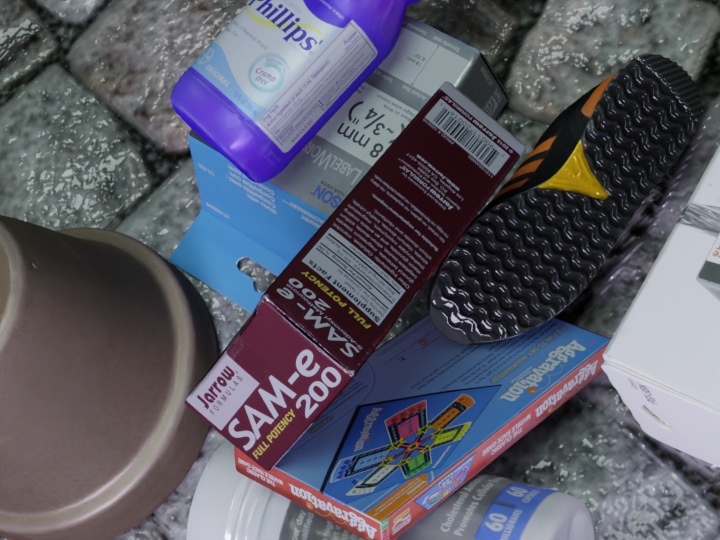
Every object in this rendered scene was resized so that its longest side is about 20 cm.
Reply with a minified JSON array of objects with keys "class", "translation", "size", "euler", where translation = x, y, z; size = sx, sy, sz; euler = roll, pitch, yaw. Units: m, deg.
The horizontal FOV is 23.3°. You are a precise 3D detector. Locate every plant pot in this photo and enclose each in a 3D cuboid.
[{"class":"plant pot","translation":[-0.207,0.049,1.032],"size":[0.199,0.175,0.202],"euler":[-8,67,20]}]

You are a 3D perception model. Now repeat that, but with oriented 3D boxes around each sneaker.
[{"class":"sneaker","translation":[0.112,-0.035,0.995],"size":[0.070,0.090,0.200],"euler":[42,84,-4]}]

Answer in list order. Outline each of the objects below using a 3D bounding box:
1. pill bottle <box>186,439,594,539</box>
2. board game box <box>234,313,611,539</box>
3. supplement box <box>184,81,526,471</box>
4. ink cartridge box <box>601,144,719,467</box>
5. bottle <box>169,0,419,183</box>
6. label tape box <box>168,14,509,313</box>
[{"class":"pill bottle","translation":[0.014,0.153,0.933],"size":[0.199,0.114,0.114],"euler":[12,73,25]},{"class":"board game box","translation":[0.038,0.072,0.936],"size":[0.103,0.020,0.200],"euler":[21,39,37]},{"class":"supplement box","translation":[0.000,0.000,0.905],"size":[0.061,0.109,0.200],"euler":[39,49,0]},{"class":"ink cartridge box","translation":[0.218,-0.002,0.897],"size":[0.083,0.147,0.201],"euler":[26,81,26]},{"class":"bottle","translation":[-0.020,-0.147,1.027],"size":[0.200,0.065,0.083],"euler":[-47,57,-2]},{"class":"label tape box","translation":[-0.026,-0.068,1.071],"size":[0.144,0.063,0.201],"euler":[30,82,30]}]
